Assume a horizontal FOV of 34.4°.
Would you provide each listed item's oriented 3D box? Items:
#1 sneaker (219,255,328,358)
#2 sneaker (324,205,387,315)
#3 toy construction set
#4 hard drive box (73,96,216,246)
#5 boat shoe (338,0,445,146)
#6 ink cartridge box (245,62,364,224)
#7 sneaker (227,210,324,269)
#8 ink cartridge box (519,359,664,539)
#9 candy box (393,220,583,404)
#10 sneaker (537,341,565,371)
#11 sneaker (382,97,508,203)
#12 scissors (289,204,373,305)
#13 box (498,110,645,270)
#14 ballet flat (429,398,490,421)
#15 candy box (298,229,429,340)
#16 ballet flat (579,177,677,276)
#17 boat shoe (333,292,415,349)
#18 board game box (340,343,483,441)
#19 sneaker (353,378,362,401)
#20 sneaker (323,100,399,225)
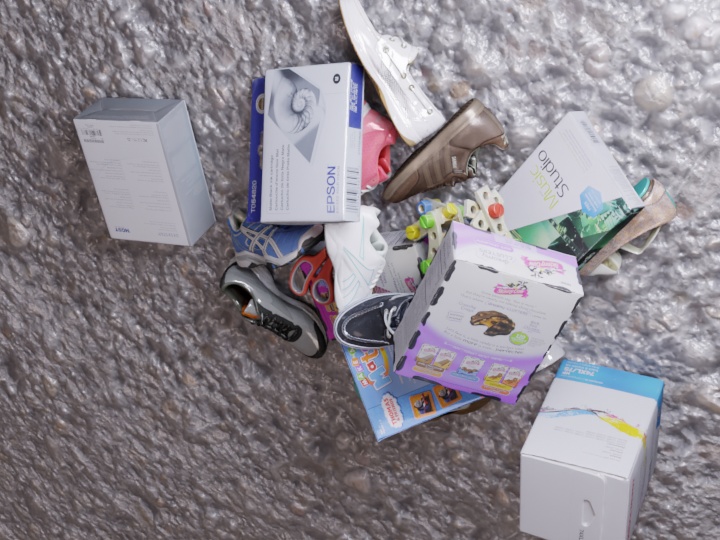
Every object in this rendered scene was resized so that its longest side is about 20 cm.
[{"bbox_3d":[-0.134,0.066,1.752,0.200,0.080,0.074,42,130,-5],"label":"sneaker"},{"bbox_3d":[0.000,0.000,1.557,0.079,0.071,0.203,-6,128,3],"label":"sneaker"},{"bbox_3d":[0.138,-0.042,1.467,0.199,0.091,0.134,-16,86,66],"label":"toy construction set"},{"bbox_3d":[-0.314,-0.145,1.705,0.153,0.077,0.203,7,124,26],"label":"hard drive box"},{"bbox_3d":[0.041,-0.257,1.438,0.069,0.071,0.202,-28,99,12],"label":"boat shoe"},{"bbox_3d":[-0.084,-0.161,1.503,0.197,0.040,0.204,0,88,38],"label":"ink cartridge box"},{"bbox_3d":[-0.127,-0.050,1.650,0.198,0.075,0.078,-6,113,48],"label":"sneaker"},{"bbox_3d":[0.308,0.247,1.547,0.144,0.200,0.149,11,127,22],"label":"ink cartridge box"},{"bbox_3d":[0.150,0.055,1.407,0.165,0.072,0.202,16,129,-12],"label":"candy box"},{"bbox_3d":[0.184,0.101,1.613,0.199,0.073,0.117,-33,88,46],"label":"sneaker"},{"bbox_3d":[0.105,-0.131,1.481,0.075,0.071,0.200,43,133,-6],"label":"sneaker"},{"bbox_3d":[-0.044,-0.030,1.599,0.073,0.014,0.202,33,129,10],"label":"scissors"},{"bbox_3d":[0.241,-0.074,1.424,0.201,0.036,0.146,-52,58,43],"label":"box"},{"bbox_3d":[0.116,0.175,1.616,0.199,0.072,0.069,-28,83,53],"label":"ballet flat"},{"bbox_3d":[0.025,0.020,1.640,0.197,0.061,0.138,-6,117,33],"label":"candy box"},{"bbox_3d":[0.311,-0.034,1.439,0.067,0.069,0.200,37,135,-13],"label":"ballet flat"},{"bbox_3d":[0.056,0.064,1.507,0.196,0.068,0.073,-6,91,12],"label":"boat shoe"},{"bbox_3d":[0.087,0.120,1.554,0.197,0.037,0.154,-23,85,11],"label":"board game box"},{"bbox_3d":[0.074,0.130,1.672,0.199,0.091,0.079,-27,87,47],"label":"sneaker"},{"bbox_3d":[-0.005,-0.126,1.546,0.086,0.074,0.202,28,131,7],"label":"sneaker"}]
